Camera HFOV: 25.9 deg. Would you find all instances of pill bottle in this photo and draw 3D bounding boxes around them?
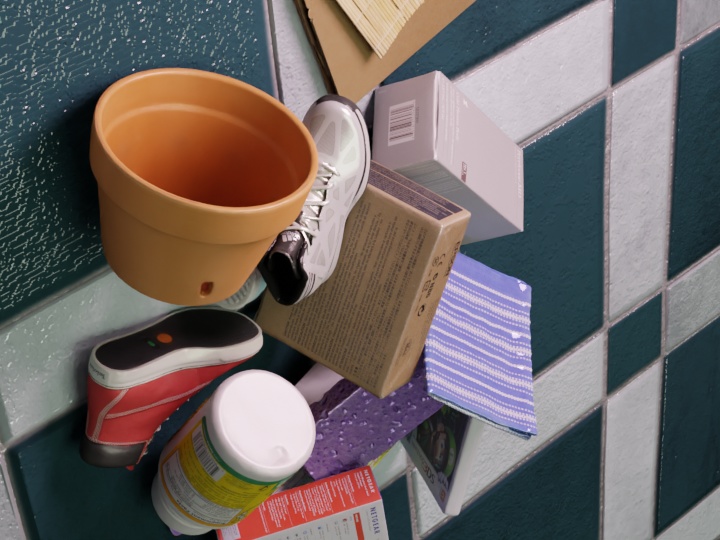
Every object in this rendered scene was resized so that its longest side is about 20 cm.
[{"bbox_3d":[-0.134,0.189,1.556,0.112,0.113,0.200,-19,162,-39],"label":"pill bottle"}]

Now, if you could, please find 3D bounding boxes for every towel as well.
[{"bbox_3d":[0.127,0.070,1.655,0.144,0.201,0.024,25,135,-26],"label":"towel"}]

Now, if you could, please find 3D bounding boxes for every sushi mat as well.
[{"bbox_3d":[0.001,-0.299,1.495,0.096,0.012,0.200,-51,137,-8],"label":"sushi mat"}]

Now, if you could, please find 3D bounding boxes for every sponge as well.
[{"bbox_3d":[0.016,0.146,1.675,0.200,0.030,0.112,-38,135,-7],"label":"sponge"}]

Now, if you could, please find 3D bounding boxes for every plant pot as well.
[{"bbox_3d":[-0.151,-0.065,1.391,0.199,0.200,0.141,-17,141,-40],"label":"plant pot"}]

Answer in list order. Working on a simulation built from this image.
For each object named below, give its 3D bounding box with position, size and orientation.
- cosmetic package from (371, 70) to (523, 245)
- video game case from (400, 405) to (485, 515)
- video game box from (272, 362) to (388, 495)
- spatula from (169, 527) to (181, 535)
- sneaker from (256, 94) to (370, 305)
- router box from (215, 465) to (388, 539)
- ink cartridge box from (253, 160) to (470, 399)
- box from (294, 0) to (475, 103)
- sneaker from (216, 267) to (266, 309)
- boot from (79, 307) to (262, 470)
[{"bbox_3d":[0.095,-0.115,1.660,0.200,0.090,0.108,29,55,-50],"label":"cosmetic package"},{"bbox_3d":[0.099,0.146,1.790,0.023,0.182,0.202,7,111,-20],"label":"video game case"},{"bbox_3d":[-0.049,0.199,1.744,0.200,0.047,0.183,-46,142,-23],"label":"video game box"},{"bbox_3d":[-0.133,0.207,1.695,0.200,0.020,0.057,-46,146,-22],"label":"spatula"},{"bbox_3d":[-0.043,-0.057,1.465,0.115,0.075,0.202,-63,166,-66],"label":"sneaker"},{"bbox_3d":[-0.057,0.314,1.718,0.178,0.049,0.201,-16,138,-7],"label":"router box"},{"bbox_3d":[0.000,0.000,1.574,0.075,0.164,0.201,-25,139,-57],"label":"ink cartridge box"},{"bbox_3d":[0.026,-0.278,1.562,0.200,0.021,0.164,-43,138,-20],"label":"box"},{"bbox_3d":[-0.106,-0.065,1.535,0.082,0.073,0.202,-26,132,-75],"label":"sneaker"},{"bbox_3d":[-0.189,0.122,1.555,0.199,0.072,0.145,-17,132,-39],"label":"boot"}]
